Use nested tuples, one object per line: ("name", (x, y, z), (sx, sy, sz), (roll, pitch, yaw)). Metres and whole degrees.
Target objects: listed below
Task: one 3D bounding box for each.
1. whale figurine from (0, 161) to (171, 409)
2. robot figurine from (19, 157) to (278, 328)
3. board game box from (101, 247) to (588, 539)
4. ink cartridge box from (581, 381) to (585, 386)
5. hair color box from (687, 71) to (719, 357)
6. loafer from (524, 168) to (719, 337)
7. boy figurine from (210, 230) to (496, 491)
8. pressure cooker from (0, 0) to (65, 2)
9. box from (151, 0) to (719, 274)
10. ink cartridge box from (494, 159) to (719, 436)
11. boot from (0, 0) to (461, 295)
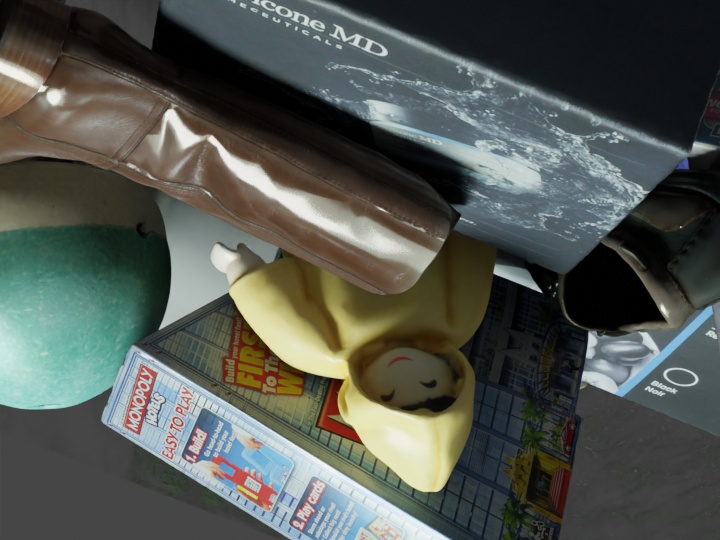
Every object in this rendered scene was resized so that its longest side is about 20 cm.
("whale figurine", (-0.179, 0.020, 1.066), (0.200, 0.104, 0.159), (-16, 168, 23))
("robot figurine", (-0.093, -0.022, 1.204), (0.200, 0.170, 0.113), (32, -155, -46))
("board game box", (-0.003, 0.049, 1.058), (0.200, 0.200, 0.062), (21, 136, -5))
("ink cartridge box", (0.018, -0.023, 1.302), (0.198, 0.043, 0.200), (12, 147, 30))
("hair color box", (0.207, 0.001, 1.033), (0.100, 0.061, 0.200), (13, 143, 27))
("loafer", (0.108, -0.003, 1.018), (0.072, 0.063, 0.200), (53, 163, -8))
("boy figurine", (0.000, 0.000, 1.007), (0.124, 0.200, 0.064), (-5, 148, -11))
("pressure cooker", (-0.243, -0.105, 1.121), (0.179, 0.200, 0.176), (11, 163, 37))
("box", (0.030, -0.104, 0.907), (0.197, 0.118, 0.200), (22, 165, -3))
("ink cartridge box", (0.146, -0.003, 1.155), (0.198, 0.043, 0.200), (23, 146, -8))
("boot", (-0.068, -0.038, 0.950), (0.200, 0.064, 0.186), (22, 169, -16))
